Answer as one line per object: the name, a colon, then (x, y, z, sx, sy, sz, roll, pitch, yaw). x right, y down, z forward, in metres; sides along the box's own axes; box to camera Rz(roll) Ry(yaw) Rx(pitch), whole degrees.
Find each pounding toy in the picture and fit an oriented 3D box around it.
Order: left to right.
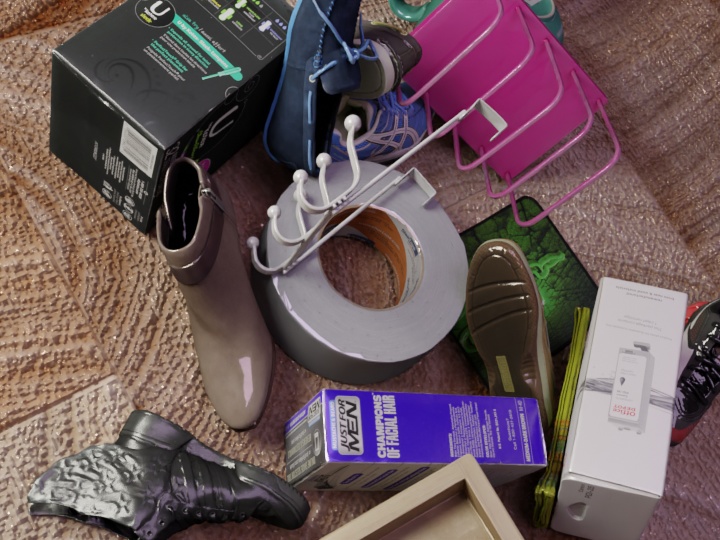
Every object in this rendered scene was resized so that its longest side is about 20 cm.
pounding toy: (0.056, 0.289, 0.662, 0.183, 0.143, 0.201, -27, 63, -10)

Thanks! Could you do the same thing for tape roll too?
tape roll: (0.000, 0.000, 0.816, 0.198, 0.066, 0.203, 8, 65, -18)

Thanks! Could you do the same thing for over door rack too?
over door rack: (0.004, -0.078, 0.732, 0.199, 0.148, 0.067, -27, 83, -28)

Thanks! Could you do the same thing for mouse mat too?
mouse mat: (0.162, 0.019, 0.914, 0.199, 0.008, 0.162, -30, 81, -30)

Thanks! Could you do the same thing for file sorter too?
file sorter: (0.143, -0.164, 0.856, 0.200, 0.139, 0.126, 39, 28, -26)

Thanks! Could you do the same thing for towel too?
towel: (0.191, 0.138, 0.828, 0.018, 0.087, 0.202, 12, 56, 14)

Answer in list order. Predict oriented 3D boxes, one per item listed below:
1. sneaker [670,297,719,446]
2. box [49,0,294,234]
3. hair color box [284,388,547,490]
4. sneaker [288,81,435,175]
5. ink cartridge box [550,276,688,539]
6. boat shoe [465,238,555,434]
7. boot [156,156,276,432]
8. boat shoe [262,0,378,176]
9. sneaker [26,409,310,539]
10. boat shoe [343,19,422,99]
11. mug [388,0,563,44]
sneaker: (0.358, 0.097, 0.908, 0.071, 0.098, 0.201, 43, 59, -1)
box: (-0.160, -0.163, 0.777, 0.124, 0.149, 0.200, 40, 57, 2)
hair color box: (0.044, 0.148, 0.743, 0.197, 0.109, 0.066, 4, 64, -22)
sneaker: (0.016, -0.150, 0.889, 0.199, 0.077, 0.076, -36, 82, -35)
ink cartridge box: (0.238, 0.133, 0.803, 0.082, 0.147, 0.202, 11, 58, 14)
boat shoe: (0.147, 0.057, 0.822, 0.076, 0.071, 0.202, -40, 126, -50)
boot: (-0.124, 0.015, 0.707, 0.069, 0.147, 0.202, -15, 61, 1)
boat shoe: (-0.023, -0.176, 0.756, 0.068, 0.201, 0.084, 35, 42, 20)
sneaker: (-0.146, 0.183, 0.678, 0.198, 0.060, 0.105, 29, 57, -2)
boat shoe: (-0.026, -0.212, 0.854, 0.060, 0.072, 0.200, -35, 39, -30)
mug: (0.132, -0.266, 0.949, 0.183, 0.115, 0.153, 9, 51, -26)
